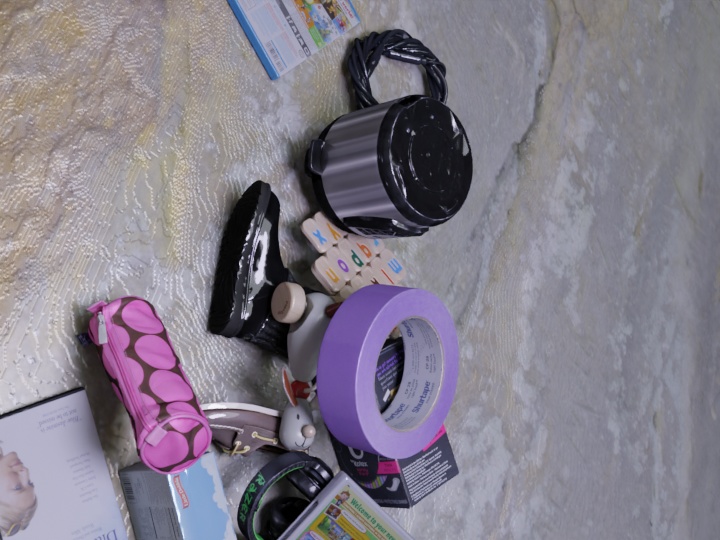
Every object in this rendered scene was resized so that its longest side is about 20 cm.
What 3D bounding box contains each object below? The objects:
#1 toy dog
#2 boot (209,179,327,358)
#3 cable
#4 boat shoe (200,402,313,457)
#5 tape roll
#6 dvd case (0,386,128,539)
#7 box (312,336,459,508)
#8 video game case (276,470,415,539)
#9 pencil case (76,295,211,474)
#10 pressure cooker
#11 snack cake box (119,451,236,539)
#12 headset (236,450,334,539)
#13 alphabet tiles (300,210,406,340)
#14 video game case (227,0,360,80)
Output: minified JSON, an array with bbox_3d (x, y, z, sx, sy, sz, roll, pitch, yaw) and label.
[{"bbox_3d":[-0.050,0.109,1.242,0.131,0.096,0.203,-13,92,-34],"label":"toy dog"},{"bbox_3d":[-0.101,0.006,1.320,0.156,0.079,0.214,18,79,-32],"label":"boot"},{"bbox_3d":[0.057,-0.284,1.553,0.199,0.051,0.165,-24,93,-40],"label":"cable"},{"bbox_3d":[-0.137,0.198,1.259,0.199,0.071,0.060,15,68,-45],"label":"boat shoe"},{"bbox_3d":[0.036,0.120,1.237,0.199,0.065,0.203,-9,102,-49],"label":"tape roll"},{"bbox_3d":[-0.333,0.243,1.105,0.142,0.017,0.203,-18,94,-44],"label":"dvd case"},{"bbox_3d":[0.031,0.202,1.374,0.105,0.121,0.203,-22,96,-41],"label":"box"},{"bbox_3d":[-0.029,0.369,1.278,0.182,0.022,0.200,-46,125,-7],"label":"video game case"},{"bbox_3d":[-0.234,0.120,1.113,0.090,0.201,0.094,-35,144,-3],"label":"pencil case"},{"bbox_3d":[0.032,-0.136,1.390,0.179,0.199,0.177,-46,117,-35],"label":"pressure cooker"},{"bbox_3d":[-0.193,0.310,1.153,0.067,0.114,0.203,-16,92,-42],"label":"snack cake box"},{"bbox_3d":[-0.061,0.292,1.268,0.199,0.094,0.125,16,102,-51],"label":"headset"},{"bbox_3d":[0.000,0.000,1.395,0.196,0.015,0.200,50,27,-1],"label":"alphabet tiles"},{"bbox_3d":[-0.094,-0.374,1.448,0.200,0.018,0.144,-43,110,-39],"label":"video game case"}]
